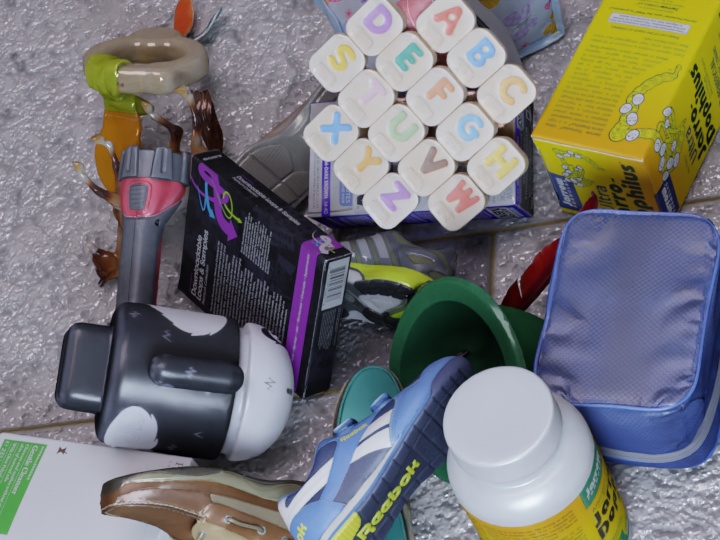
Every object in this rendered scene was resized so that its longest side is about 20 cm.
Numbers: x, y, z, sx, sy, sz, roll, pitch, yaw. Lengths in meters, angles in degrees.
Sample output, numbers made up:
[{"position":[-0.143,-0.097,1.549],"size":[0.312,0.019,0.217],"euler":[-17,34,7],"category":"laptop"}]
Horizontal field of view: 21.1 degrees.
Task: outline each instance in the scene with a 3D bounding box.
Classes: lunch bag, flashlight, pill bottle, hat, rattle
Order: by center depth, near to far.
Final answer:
[{"position":[0.130,0.158,1.449],"size":[0.112,0.200,0.113],"euler":[-12,52,15],"category":"pill bottle"},{"position":[0.223,0.051,1.532],"size":[0.135,0.132,0.201],"euler":[5,63,22],"category":"lunch bag"},{"position":[0.144,0.071,1.609],"size":[0.175,0.201,0.166],"euler":[-9,46,-39],"category":"hat"},{"position":[-0.195,-0.011,1.762],"size":[0.068,0.067,0.201],"euler":[168,107,-67],"category":"flashlight"},{"position":[0.067,-0.262,1.838],"size":[0.199,0.127,0.170],"euler":[-25,51,-9],"category":"lunch bag"},{"position":[-0.199,-0.182,1.958],"size":[0.129,0.144,0.200],"euler":[-12,19,15],"category":"rattle"}]

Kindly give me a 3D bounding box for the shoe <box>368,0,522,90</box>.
[{"position":[0.079,-0.194,1.738],"size":[0.091,0.200,0.072],"euler":[-18,63,20],"category":"shoe"}]

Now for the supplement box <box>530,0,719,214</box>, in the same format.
[{"position":[0.248,-0.151,1.686],"size":[0.109,0.109,0.201],"euler":[14,63,31],"category":"supplement box"}]

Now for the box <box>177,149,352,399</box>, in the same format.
[{"position":[-0.089,0.000,1.705],"size":[0.036,0.144,0.200],"euler":[-17,41,-37],"category":"box"}]

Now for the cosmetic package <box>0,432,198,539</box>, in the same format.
[{"position":[-0.228,0.212,1.641],"size":[0.199,0.085,0.108],"euler":[3,55,26],"category":"cosmetic package"}]

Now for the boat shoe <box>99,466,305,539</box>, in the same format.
[{"position":[-0.110,0.202,1.547],"size":[0.076,0.199,0.074],"euler":[-31,54,58],"category":"boat shoe"}]

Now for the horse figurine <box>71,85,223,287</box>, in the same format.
[{"position":[-0.194,-0.091,1.840],"size":[0.200,0.133,0.050],"euler":[-40,31,-26],"category":"horse figurine"}]

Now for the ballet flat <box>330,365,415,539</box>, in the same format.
[{"position":[0.010,0.175,1.576],"size":[0.067,0.062,0.201],"euler":[-1,56,0],"category":"ballet flat"}]

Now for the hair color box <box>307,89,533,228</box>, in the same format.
[{"position":[0.054,-0.100,1.740],"size":[0.199,0.065,0.110],"euler":[-3,79,20],"category":"hair color box"}]

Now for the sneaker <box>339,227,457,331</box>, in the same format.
[{"position":[0.000,0.000,1.719],"size":[0.199,0.074,0.081],"euler":[15,46,30],"category":"sneaker"}]

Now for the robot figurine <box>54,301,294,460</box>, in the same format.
[{"position":[-0.155,0.092,1.637],"size":[0.199,0.125,0.151],"euler":[9,30,-11],"category":"robot figurine"}]

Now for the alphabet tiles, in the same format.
[{"position":[0.049,-0.135,1.666],"size":[0.195,0.200,0.015],"euler":[-41,0,25],"category":"alphabet tiles"}]

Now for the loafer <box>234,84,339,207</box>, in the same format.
[{"position":[-0.066,-0.110,1.831],"size":[0.200,0.072,0.063],"euler":[-46,10,-14],"category":"loafer"}]

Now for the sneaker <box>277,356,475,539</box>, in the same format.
[{"position":[0.012,0.139,1.510],"size":[0.082,0.074,0.200],"euler":[32,76,38],"category":"sneaker"}]
